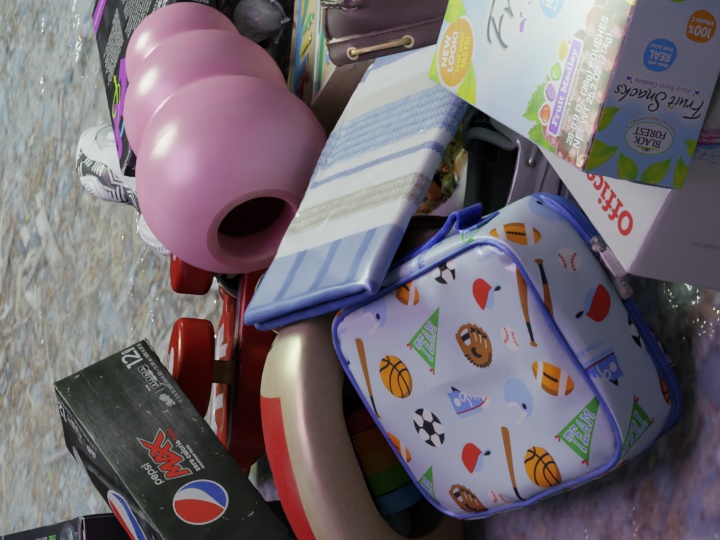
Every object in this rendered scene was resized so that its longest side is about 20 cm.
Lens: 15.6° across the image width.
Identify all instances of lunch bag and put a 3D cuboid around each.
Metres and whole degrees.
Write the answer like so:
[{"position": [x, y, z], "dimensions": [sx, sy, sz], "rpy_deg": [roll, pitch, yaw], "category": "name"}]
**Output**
[{"position": [0.077, 0.045, 1.423], "dimensions": [0.200, 0.075, 0.161], "rpy_deg": [-28, 92, 53], "category": "lunch bag"}]

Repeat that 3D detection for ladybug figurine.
[{"position": [-0.003, 0.112, 1.534], "dimensions": [0.072, 0.135, 0.201], "rpy_deg": [-16, 91, 36], "category": "ladybug figurine"}]

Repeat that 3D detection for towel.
[{"position": [0.012, -0.057, 1.502], "dimensions": [0.147, 0.024, 0.201], "rpy_deg": [-19, 40, 57], "category": "towel"}]

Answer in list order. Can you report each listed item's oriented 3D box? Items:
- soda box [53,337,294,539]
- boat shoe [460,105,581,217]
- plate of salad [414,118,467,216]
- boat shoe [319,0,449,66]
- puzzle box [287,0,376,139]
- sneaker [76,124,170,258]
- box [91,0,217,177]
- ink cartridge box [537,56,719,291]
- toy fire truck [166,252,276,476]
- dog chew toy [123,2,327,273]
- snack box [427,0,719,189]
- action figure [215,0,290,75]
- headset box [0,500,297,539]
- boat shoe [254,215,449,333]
[{"position": [-0.111, 0.136, 1.595], "dimensions": [0.200, 0.070, 0.064], "rpy_deg": [49, 157, 38], "category": "soda box"}, {"position": [0.092, -0.077, 1.498], "dimensions": [0.073, 0.066, 0.202], "rpy_deg": [-19, 67, 58], "category": "boat shoe"}, {"position": [0.035, -0.120, 1.632], "dimensions": [0.200, 0.048, 0.202], "rpy_deg": [-25, 62, 58], "category": "plate of salad"}, {"position": [0.077, -0.149, 1.444], "dimensions": [0.072, 0.198, 0.060], "rpy_deg": [-91, -3, -76], "category": "boat shoe"}, {"position": [-0.015, -0.184, 1.701], "dimensions": [0.133, 0.025, 0.201], "rpy_deg": [125, 153, -55], "category": "puzzle box"}, {"position": [-0.140, -0.091, 1.918], "dimensions": [0.200, 0.075, 0.116], "rpy_deg": [42, 118, 51], "category": "sneaker"}, {"position": [-0.146, -0.179, 1.833], "dimensions": [0.201, 0.036, 0.144], "rpy_deg": [-104, 29, -49], "category": "box"}, {"position": [0.179, -0.111, 1.331], "dimensions": [0.201, 0.083, 0.145], "rpy_deg": [-66, 33, 27], "category": "ink cartridge box"}, {"position": [-0.077, 0.035, 1.751], "dimensions": [0.168, 0.111, 0.201], "rpy_deg": [133, 140, -73], "category": "toy fire truck"}, {"position": [-0.094, -0.093, 1.651], "dimensions": [0.125, 0.124, 0.201], "rpy_deg": [-61, 38, 33], "category": "dog chew toy"}, {"position": [0.121, -0.162, 1.292], "dimensions": [0.169, 0.067, 0.201], "rpy_deg": [39, 115, 57], "category": "snack box"}, {"position": [-0.089, -0.180, 1.836], "dimensions": [0.200, 0.069, 0.131], "rpy_deg": [-162, 71, -67], "category": "action figure"}, {"position": [-0.138, 0.208, 1.724], "dimensions": [0.200, 0.173, 0.093], "rpy_deg": [-20, 74, 59], "category": "headset box"}, {"position": [0.000, 0.000, 1.588], "dimensions": [0.199, 0.072, 0.073], "rpy_deg": [-8, 75, 42], "category": "boat shoe"}]
